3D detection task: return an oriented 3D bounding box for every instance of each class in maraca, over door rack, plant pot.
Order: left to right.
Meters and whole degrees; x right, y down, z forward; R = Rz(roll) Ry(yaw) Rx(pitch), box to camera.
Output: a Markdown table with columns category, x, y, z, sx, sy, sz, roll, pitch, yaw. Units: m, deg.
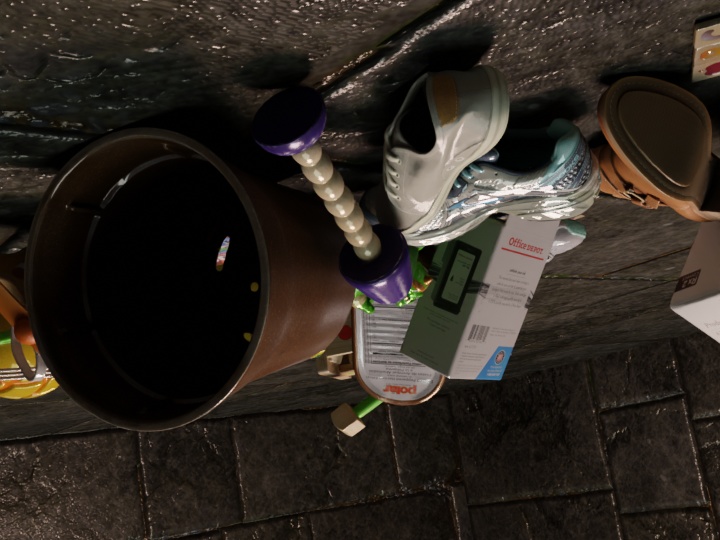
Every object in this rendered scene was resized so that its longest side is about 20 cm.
| category | x | y | z | sx | sy | sz | roll | pitch | yaw |
| --- | --- | --- | --- | --- | --- | --- | --- | --- | --- |
| over door rack | -0.321 | 0.036 | 0.830 | 0.147 | 0.067 | 0.199 | 3 | -161 | -44 |
| maraca | -0.367 | 0.089 | 1.051 | 0.136 | 0.108 | 0.200 | -11 | 168 | 4 |
| plant pot | -0.107 | 0.005 | 0.710 | 0.199 | 0.202 | 0.198 | -15 | 174 | 24 |

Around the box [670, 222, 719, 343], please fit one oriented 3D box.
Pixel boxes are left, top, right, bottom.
| category | x | y | z | sx | sy | sz | roll | pitch | yaw |
| --- | --- | --- | --- | --- | --- | --- | --- | --- | --- |
| box | 0.398 | -0.034 | 0.791 | 0.130 | 0.201 | 0.199 | 33 | 158 | -9 |

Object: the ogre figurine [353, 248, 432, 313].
| category | x | y | z | sx | sy | sz | roll | pitch | yaw |
| --- | --- | --- | --- | --- | --- | --- | --- | --- | --- |
| ogre figurine | 0.000 | 0.000 | 0.861 | 0.199 | 0.099 | 0.120 | -11 | 159 | -49 |

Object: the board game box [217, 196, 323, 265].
| category | x | y | z | sx | sy | sz | roll | pitch | yaw |
| --- | --- | --- | --- | --- | --- | --- | --- | --- | --- |
| board game box | -0.106 | -0.033 | 0.907 | 0.198 | 0.020 | 0.103 | -12 | 169 | 11 |

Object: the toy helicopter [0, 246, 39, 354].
| category | x | y | z | sx | sy | sz | roll | pitch | yaw |
| --- | --- | --- | --- | --- | --- | --- | --- | --- | --- |
| toy helicopter | -0.280 | 0.013 | 0.764 | 0.198 | 0.133 | 0.079 | 12 | 132 | -16 |

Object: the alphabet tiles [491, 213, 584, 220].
| category | x | y | z | sx | sy | sz | roll | pitch | yaw |
| --- | --- | --- | --- | --- | --- | --- | --- | --- | --- |
| alphabet tiles | 0.133 | -0.051 | 1.039 | 0.166 | 0.008 | 0.199 | -17 | 165 | 34 |

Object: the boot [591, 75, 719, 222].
| category | x | y | z | sx | sy | sz | roll | pitch | yaw |
| --- | --- | --- | --- | --- | --- | --- | --- | --- | --- |
| boot | 0.228 | -0.093 | 0.777 | 0.199 | 0.074 | 0.154 | 30 | 177 | -28 |

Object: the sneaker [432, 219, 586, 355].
| category | x | y | z | sx | sy | sz | roll | pitch | yaw |
| --- | --- | --- | --- | --- | --- | --- | --- | --- | --- |
| sneaker | 0.164 | 0.024 | 1.053 | 0.199 | 0.141 | 0.078 | -15 | 167 | 25 |

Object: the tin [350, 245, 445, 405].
| category | x | y | z | sx | sy | sz | roll | pitch | yaw |
| --- | --- | --- | --- | --- | --- | --- | --- | --- | --- |
| tin | 0.043 | 0.059 | 1.038 | 0.111 | 0.202 | 0.042 | 4 | -153 | 14 |

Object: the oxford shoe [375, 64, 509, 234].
| category | x | y | z | sx | sy | sz | roll | pitch | yaw |
| --- | --- | --- | --- | --- | --- | --- | --- | --- | --- |
| oxford shoe | 0.039 | -0.083 | 0.667 | 0.057 | 0.076 | 0.200 | -3 | 162 | -19 |

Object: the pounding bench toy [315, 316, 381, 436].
| category | x | y | z | sx | sy | sz | roll | pitch | yaw |
| --- | --- | --- | --- | --- | --- | --- | --- | --- | --- |
| pounding bench toy | 0.033 | 0.092 | 1.154 | 0.155 | 0.202 | 0.124 | -11 | 168 | 10 |

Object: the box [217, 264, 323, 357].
| category | x | y | z | sx | sy | sz | roll | pitch | yaw |
| --- | --- | --- | --- | --- | --- | --- | --- | --- | --- |
| box | -0.145 | 0.048 | 1.014 | 0.198 | 0.118 | 0.048 | -6 | 167 | -14 |

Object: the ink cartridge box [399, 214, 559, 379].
| category | x | y | z | sx | sy | sz | roll | pitch | yaw |
| --- | --- | --- | --- | --- | --- | --- | --- | --- | --- |
| ink cartridge box | 0.127 | 0.006 | 0.958 | 0.068 | 0.201 | 0.116 | 25 | -172 | 35 |

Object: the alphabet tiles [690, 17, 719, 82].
| category | x | y | z | sx | sy | sz | roll | pitch | yaw |
| --- | --- | --- | --- | --- | --- | --- | --- | --- | --- |
| alphabet tiles | 0.326 | -0.172 | 0.633 | 0.198 | 0.006 | 0.166 | -13 | 168 | 15 |

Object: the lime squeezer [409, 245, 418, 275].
| category | x | y | z | sx | sy | sz | roll | pitch | yaw |
| --- | --- | --- | --- | --- | --- | --- | --- | --- | --- |
| lime squeezer | 0.082 | -0.060 | 0.837 | 0.200 | 0.070 | 0.038 | -36 | 145 | -34 |

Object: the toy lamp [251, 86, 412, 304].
| category | x | y | z | sx | sy | sz | roll | pitch | yaw |
| --- | --- | --- | --- | --- | --- | --- | --- | --- | --- |
| toy lamp | -0.011 | -0.043 | 0.667 | 0.058 | 0.059 | 0.200 | -13 | 140 | 16 |

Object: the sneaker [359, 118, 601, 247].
| category | x | y | z | sx | sy | sz | roll | pitch | yaw |
| --- | --- | --- | --- | --- | --- | --- | --- | --- | --- |
| sneaker | 0.089 | -0.082 | 0.758 | 0.198 | 0.078 | 0.086 | -12 | 147 | 15 |
